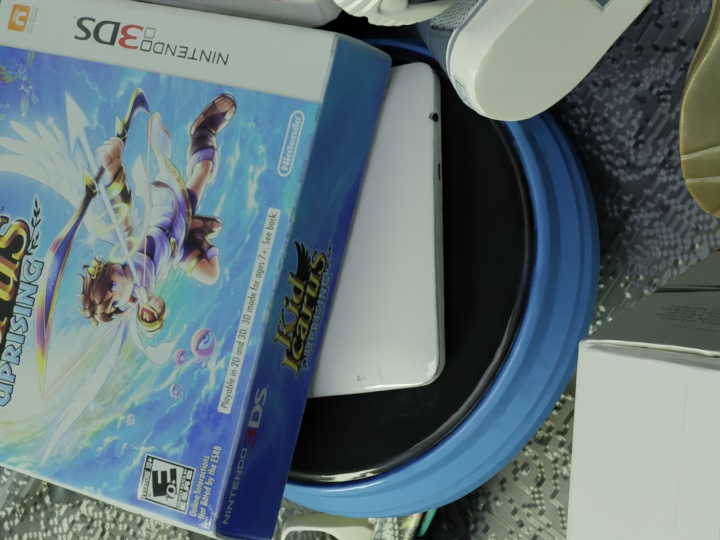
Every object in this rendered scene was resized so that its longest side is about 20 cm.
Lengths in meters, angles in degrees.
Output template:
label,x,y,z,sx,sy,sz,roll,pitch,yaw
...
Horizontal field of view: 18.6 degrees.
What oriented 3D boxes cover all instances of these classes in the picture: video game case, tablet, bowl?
label,x,y,z,sx,sy,sz,roll,pitch,yaw
video game case,-0.094,-0.008,0.901,0.181,0.045,0.201,12,87,35
tablet,-0.053,-0.009,0.910,0.199,0.014,0.131,-8,76,31
bowl,0.000,0.000,0.905,0.200,0.039,0.202,-7,76,31

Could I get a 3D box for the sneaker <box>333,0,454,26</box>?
label,x,y,z,sx,sy,sz,roll,pitch,yaw
sneaker,0.022,-0.168,0.751,0.129,0.199,0.080,-24,47,18

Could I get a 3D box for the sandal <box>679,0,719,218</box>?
label,x,y,z,sx,sy,sz,roll,pitch,yaw
sandal,0.162,-0.106,0.827,0.080,0.054,0.201,4,125,15

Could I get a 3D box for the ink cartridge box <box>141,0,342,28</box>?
label,x,y,z,sx,sy,sz,roll,pitch,yaw
ink cartridge box,-0.080,-0.200,0.849,0.145,0.084,0.200,14,146,32

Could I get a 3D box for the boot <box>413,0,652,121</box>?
label,x,y,z,sx,sy,sz,roll,pitch,yaw
boot,0.096,-0.154,0.851,0.200,0.073,0.090,-41,48,6

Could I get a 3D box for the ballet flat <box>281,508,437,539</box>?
label,x,y,z,sx,sy,sz,roll,pitch,yaw
ballet flat,0.004,0.104,0.944,0.072,0.072,0.201,25,111,19

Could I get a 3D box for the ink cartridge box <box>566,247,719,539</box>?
label,x,y,z,sx,sy,sz,roll,pitch,yaw
ink cartridge box,0.144,0.076,0.803,0.082,0.200,0.148,9,104,24
